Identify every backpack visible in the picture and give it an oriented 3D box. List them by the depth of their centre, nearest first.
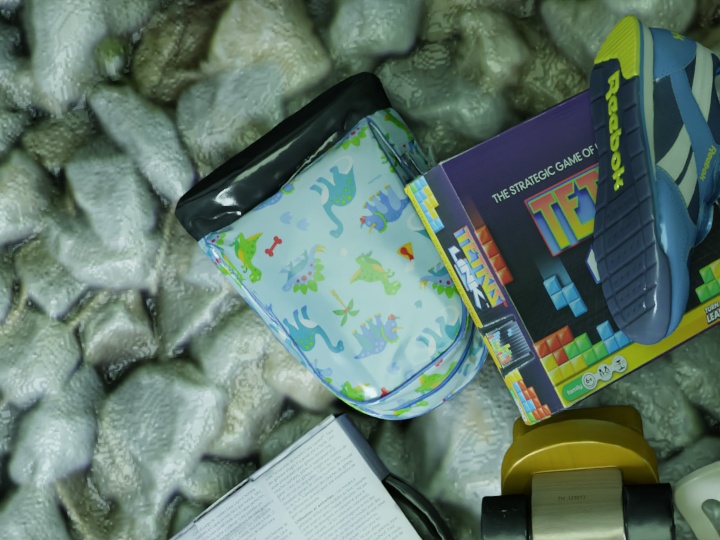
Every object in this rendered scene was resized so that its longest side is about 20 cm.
[{"bbox_3d":[0.000,0.000,1.573,0.163,0.154,0.201,-33,100,1],"label":"backpack"}]

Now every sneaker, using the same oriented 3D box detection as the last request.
[{"bbox_3d":[0.186,-0.053,1.485,0.082,0.074,0.202,10,72,-24],"label":"sneaker"}]

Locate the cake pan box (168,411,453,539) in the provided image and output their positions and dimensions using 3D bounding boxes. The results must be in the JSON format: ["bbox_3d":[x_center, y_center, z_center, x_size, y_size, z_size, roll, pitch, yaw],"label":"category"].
[{"bbox_3d":[-0.031,0.217,1.616,0.200,0.052,0.185,-38,88,7],"label":"cake pan box"}]

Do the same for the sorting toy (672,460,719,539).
[{"bbox_3d":[0.290,0.175,1.550,0.179,0.107,0.202,-11,101,21],"label":"sorting toy"}]

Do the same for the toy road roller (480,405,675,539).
[{"bbox_3d":[0.145,0.176,1.571,0.122,0.147,0.201,-5,127,8],"label":"toy road roller"}]

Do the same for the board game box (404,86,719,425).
[{"bbox_3d":[0.151,-0.024,1.531,0.199,0.057,0.166,-27,89,-28],"label":"board game box"}]
